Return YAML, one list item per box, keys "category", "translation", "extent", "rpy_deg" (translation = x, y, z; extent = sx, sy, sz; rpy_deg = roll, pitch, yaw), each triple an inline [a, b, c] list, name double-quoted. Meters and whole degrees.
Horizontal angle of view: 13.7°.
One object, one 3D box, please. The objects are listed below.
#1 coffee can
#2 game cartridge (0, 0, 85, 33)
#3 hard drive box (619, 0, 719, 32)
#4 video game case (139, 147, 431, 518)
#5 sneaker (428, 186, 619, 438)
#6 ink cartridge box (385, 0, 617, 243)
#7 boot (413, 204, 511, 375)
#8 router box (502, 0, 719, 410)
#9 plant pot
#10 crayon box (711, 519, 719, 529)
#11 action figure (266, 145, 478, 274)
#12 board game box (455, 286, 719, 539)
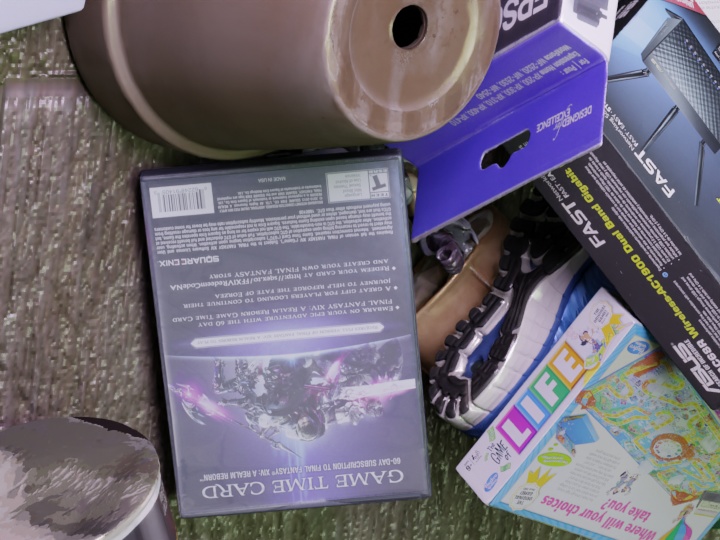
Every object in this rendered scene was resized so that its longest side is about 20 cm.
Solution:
- category: "coffee can"
  translation: [-0.152, 0.200, 1.580]
  extent: [0.146, 0.146, 0.201]
  rpy_deg: [-31, 122, -29]
- category: "game cartridge"
  translation: [-0.192, -0.215, 1.482]
  extent: [0.133, 0.041, 0.201]
  rpy_deg: [-18, 116, -32]
- category: "hard drive box"
  translation: [0.229, -0.188, 1.765]
  extent: [0.155, 0.077, 0.201]
  rpy_deg: [-4, 119, -15]
- category: "video game case"
  translation: [-0.040, 0.036, 1.645]
  extent: [0.142, 0.019, 0.201]
  rpy_deg: [-5, 109, 1]
- category: "sneaker"
  translation: [0.122, 0.018, 1.722]
  extent: [0.089, 0.078, 0.200]
  rpy_deg: [38, 83, -34]
- category: "ink cartridge box"
  translation: [0.074, -0.134, 1.590]
  extent: [0.043, 0.198, 0.201]
  rpy_deg: [18, 67, -24]
- category: "boot"
  translation: [0.135, 0.033, 1.788]
  extent: [0.200, 0.066, 0.175]
  rpy_deg: [44, 78, -22]
- category: "router box"
  translation: [0.182, -0.045, 1.652]
  extent: [0.200, 0.062, 0.150]
  rpy_deg: [51, 42, -8]
- category: "plant pot"
  translation: [-0.027, -0.141, 1.555]
  extent: [0.200, 0.173, 0.201]
  rpy_deg: [-15, 114, -35]
- category: "crayon box"
  translation: [0.231, 0.063, 1.920]
  extent: [0.119, 0.058, 0.201]
  rpy_deg: [1, 104, -40]
- category: "action figure"
  translation: [0.000, 0.000, 1.690]
  extent: [0.130, 0.069, 0.201]
  rpy_deg: [5, 98, -18]
- category: "board game box"
  translation: [0.161, 0.093, 1.718]
  extent: [0.200, 0.034, 0.135]
  rpy_deg: [22, 110, -49]
